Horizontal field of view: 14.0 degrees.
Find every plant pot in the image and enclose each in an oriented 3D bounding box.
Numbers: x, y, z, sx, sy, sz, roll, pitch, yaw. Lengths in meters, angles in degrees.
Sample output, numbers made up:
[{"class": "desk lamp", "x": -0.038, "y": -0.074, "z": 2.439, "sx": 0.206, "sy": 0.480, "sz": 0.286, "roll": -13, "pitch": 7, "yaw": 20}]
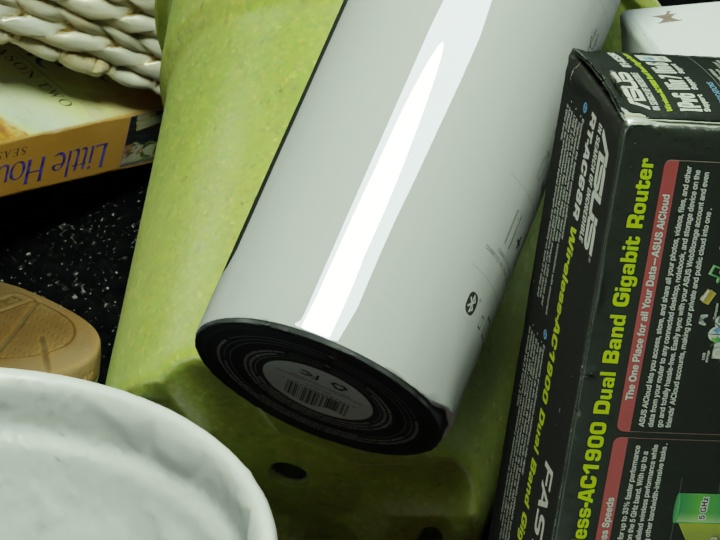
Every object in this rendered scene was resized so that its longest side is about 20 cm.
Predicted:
[{"class": "plant pot", "x": 0.000, "y": 0.000, "z": 0.988, "sx": 0.200, "sy": 0.201, "sz": 0.185, "roll": 12, "pitch": 57, "yaw": 9}]

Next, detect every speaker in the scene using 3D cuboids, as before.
[{"class": "speaker", "x": 0.025, "y": -0.050, "z": 0.879, "sx": 0.081, "sy": 0.081, "sz": 0.201, "roll": 17, "pitch": 68, "yaw": 14}]

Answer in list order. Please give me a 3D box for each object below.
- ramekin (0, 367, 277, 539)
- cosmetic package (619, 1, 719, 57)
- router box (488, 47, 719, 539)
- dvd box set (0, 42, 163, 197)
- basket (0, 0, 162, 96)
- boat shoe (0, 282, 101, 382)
[{"class": "ramekin", "x": -0.120, "y": 0.120, "z": 0.788, "sx": 0.199, "sy": 0.105, "sz": 0.200, "roll": 0, "pitch": 28, "yaw": 0}, {"class": "cosmetic package", "x": 0.143, "y": 0.015, "z": 0.945, "sx": 0.112, "sy": 0.201, "sz": 0.081, "roll": -6, "pitch": 26, "yaw": -7}, {"class": "router box", "x": 0.124, "y": 0.038, "z": 0.873, "sx": 0.149, "sy": 0.201, "sz": 0.062, "roll": 2, "pitch": 24, "yaw": -14}, {"class": "dvd box set", "x": -0.176, "y": -0.074, "z": 1.105, "sx": 0.200, "sy": 0.029, "sz": 0.146, "roll": -15, "pitch": 43, "yaw": -43}, {"class": "basket", "x": -0.102, "y": -0.190, "z": 1.116, "sx": 0.198, "sy": 0.161, "sz": 0.200, "roll": 18, "pitch": 28, "yaw": -24}, {"class": "boat shoe", "x": -0.151, "y": 0.034, "z": 1.014, "sx": 0.072, "sy": 0.072, "sz": 0.200, "roll": -18, "pitch": 26, "yaw": -33}]
